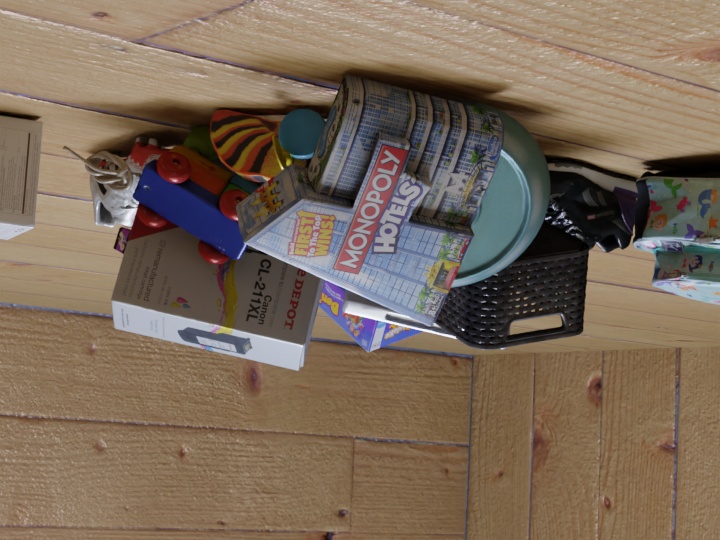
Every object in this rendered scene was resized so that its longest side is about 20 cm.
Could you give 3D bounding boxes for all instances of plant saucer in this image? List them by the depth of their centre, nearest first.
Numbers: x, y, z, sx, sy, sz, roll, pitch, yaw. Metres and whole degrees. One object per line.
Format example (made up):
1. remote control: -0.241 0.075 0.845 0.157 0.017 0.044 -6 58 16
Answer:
1. plant saucer: 0.077 -0.062 1.462 0.200 0.200 0.027 4 -148 -5

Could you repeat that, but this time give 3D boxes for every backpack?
1. backpack: 0.402 -0.040 1.659 0.200 0.151 0.177 -9 166 38

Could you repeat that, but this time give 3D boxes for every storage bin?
1. storage bin: 0.131 -0.001 1.638 0.135 0.094 0.200 -8 -158 -25

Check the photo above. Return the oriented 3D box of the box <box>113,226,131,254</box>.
1. box: -0.210 -0.003 2.009 0.143 0.036 0.200 16 -176 -32

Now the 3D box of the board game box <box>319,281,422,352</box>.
1. board game box: 0.000 0.000 1.805 0.134 0.045 0.200 -17 -134 -38

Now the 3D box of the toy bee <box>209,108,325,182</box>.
1. toy bee: -0.047 -0.097 1.496 0.200 0.109 0.131 -1 171 31

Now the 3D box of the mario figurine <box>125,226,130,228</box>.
1. mario figurine: -0.230 -0.052 1.914 0.123 0.106 0.200 -17 -172 -26

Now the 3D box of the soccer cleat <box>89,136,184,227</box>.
1. soccer cleat: -0.236 -0.091 1.704 0.069 0.085 0.200 8 172 -34

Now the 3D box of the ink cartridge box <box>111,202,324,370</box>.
1. ink cartridge box: -0.138 0.003 1.622 0.200 0.146 0.083 13 157 0

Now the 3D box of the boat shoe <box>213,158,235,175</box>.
1. boat shoe: -0.098 -0.088 1.707 0.202 0.075 0.086 0 159 -38

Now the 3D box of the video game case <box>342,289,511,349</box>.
1. video game case: 0.079 0.002 1.770 0.182 0.024 0.200 13 -145 -2

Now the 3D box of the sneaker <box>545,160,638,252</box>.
1. sneaker: 0.229 -0.065 1.713 0.200 0.088 0.076 9 171 -38

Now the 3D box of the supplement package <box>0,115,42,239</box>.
1. supplement package: -0.432 -0.102 1.588 0.200 0.114 0.110 8 171 -26

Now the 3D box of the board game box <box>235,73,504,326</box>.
1. board game box: 0.003 -0.062 1.391 0.200 0.200 0.062 11 -149 -20

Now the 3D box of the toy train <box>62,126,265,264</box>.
1. toy train: -0.178 -0.104 1.564 0.200 0.116 0.085 31 134 0
